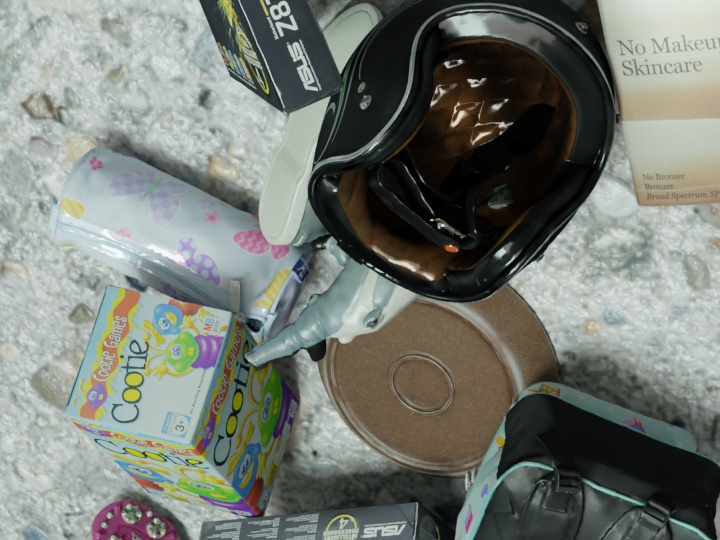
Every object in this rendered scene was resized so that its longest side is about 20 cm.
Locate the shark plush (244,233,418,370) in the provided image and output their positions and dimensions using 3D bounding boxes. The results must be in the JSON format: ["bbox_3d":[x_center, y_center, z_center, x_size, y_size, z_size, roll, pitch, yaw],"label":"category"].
[{"bbox_3d":[0.000,0.000,1.623,0.200,0.091,0.083,-42,85,20],"label":"shark plush"}]

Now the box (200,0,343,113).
[{"bbox_3d":[-0.080,-0.198,1.489,0.049,0.200,0.162,-23,107,-8],"label":"box"}]

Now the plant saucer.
[{"bbox_3d":[0.051,0.079,1.694,0.198,0.035,0.202,11,123,18],"label":"plant saucer"}]

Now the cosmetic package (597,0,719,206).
[{"bbox_3d":[0.217,-0.150,1.445,0.102,0.087,0.202,-3,117,27],"label":"cosmetic package"}]

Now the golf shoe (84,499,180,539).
[{"bbox_3d":[-0.151,0.277,1.891,0.200,0.075,0.092,41,142,0],"label":"golf shoe"}]

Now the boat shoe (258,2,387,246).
[{"bbox_3d":[-0.012,-0.103,1.611,0.061,0.073,0.201,5,125,-30],"label":"boat shoe"}]

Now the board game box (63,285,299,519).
[{"bbox_3d":[-0.129,0.102,1.684,0.102,0.106,0.200,11,162,18],"label":"board game box"}]

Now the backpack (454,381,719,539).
[{"bbox_3d":[0.155,0.193,1.631,0.174,0.154,0.201,19,123,-5],"label":"backpack"}]

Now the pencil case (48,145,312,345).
[{"bbox_3d":[-0.135,-0.017,1.687,0.199,0.091,0.083,27,141,9],"label":"pencil case"}]

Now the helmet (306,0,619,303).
[{"bbox_3d":[0.072,-0.096,1.484,0.199,0.191,0.200,27,156,13],"label":"helmet"}]

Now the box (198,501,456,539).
[{"bbox_3d":[-0.005,0.236,1.757,0.198,0.050,0.161,-8,147,28],"label":"box"}]
